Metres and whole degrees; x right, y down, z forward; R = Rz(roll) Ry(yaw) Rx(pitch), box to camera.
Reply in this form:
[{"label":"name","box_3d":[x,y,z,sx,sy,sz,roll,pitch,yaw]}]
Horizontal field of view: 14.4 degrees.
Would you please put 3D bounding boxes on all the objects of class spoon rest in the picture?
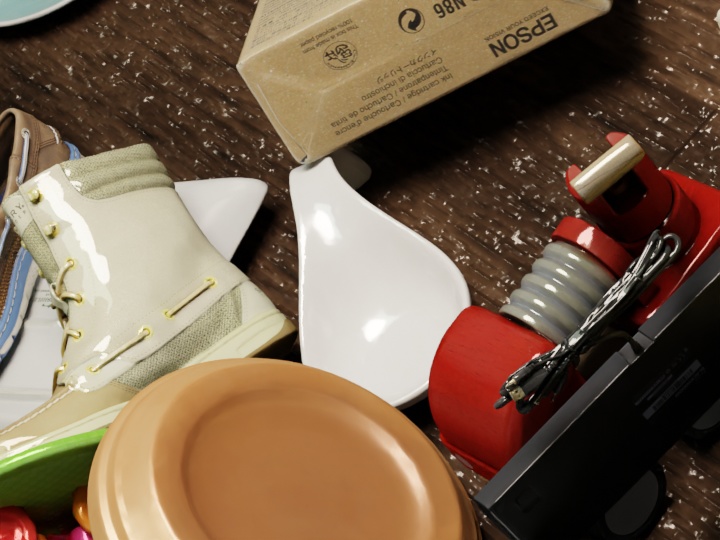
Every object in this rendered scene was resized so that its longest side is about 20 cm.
[{"label":"spoon rest","box_3d":[0.000,0.000,1.526,0.099,0.061,0.200,-34,41,10]}]

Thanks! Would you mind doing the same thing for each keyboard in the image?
[{"label":"keyboard","box_3d":[0.126,0.038,1.274,0.200,0.127,0.021,-46,51,-2]}]

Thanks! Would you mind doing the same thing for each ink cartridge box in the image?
[{"label":"ink cartridge box","box_3d":[0.041,-0.160,1.580,0.200,0.075,0.165,-26,21,20]}]

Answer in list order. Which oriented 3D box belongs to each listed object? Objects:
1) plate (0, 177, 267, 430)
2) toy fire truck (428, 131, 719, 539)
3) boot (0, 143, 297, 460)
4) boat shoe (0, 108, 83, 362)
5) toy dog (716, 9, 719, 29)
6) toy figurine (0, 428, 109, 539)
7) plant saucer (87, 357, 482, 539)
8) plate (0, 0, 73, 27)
[{"label":"plate","box_3d":[-0.168,0.020,1.640,0.199,0.032,0.200,0,52,46]},{"label":"toy fire truck","box_3d":[0.105,0.013,1.326,0.176,0.200,0.129,-51,41,-10]},{"label":"boot","box_3d":[-0.153,0.027,1.524,0.200,0.072,0.155,-29,73,-27]},{"label":"boat shoe","box_3d":[-0.229,-0.006,1.634,0.072,0.072,0.200,-7,47,41]},{"label":"toy dog","box_3d":[0.233,-0.142,1.357,0.140,0.200,0.194,-48,42,-7]},{"label":"toy figurine","box_3d":[-0.151,0.198,1.398,0.200,0.150,0.184,-15,69,-19]},{"label":"plant saucer","box_3d":[-0.030,0.116,1.365,0.037,0.200,0.200,118,156,-43]},{"label":"plate","box_3d":[-0.196,-0.237,1.903,0.200,0.026,0.200,-21,45,23]}]
